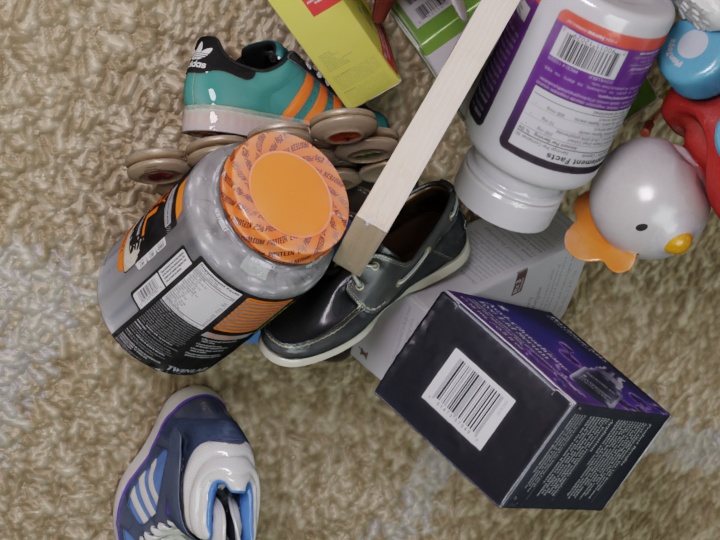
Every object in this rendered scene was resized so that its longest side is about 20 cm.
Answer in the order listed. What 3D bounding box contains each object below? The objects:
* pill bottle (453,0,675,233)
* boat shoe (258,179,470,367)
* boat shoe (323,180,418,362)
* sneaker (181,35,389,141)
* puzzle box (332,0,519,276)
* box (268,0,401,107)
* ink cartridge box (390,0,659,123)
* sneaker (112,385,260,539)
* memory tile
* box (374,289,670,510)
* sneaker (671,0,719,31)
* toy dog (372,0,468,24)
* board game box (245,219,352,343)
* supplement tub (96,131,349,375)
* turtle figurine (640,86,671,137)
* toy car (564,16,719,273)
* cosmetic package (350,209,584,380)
[{"bbox_3d":[0.145,-0.131,1.513,0.111,0.112,0.201,7,124,-28],"label":"pill bottle"},{"bbox_3d":[0.000,0.000,1.551,0.200,0.072,0.068,-35,146,-23],"label":"boat shoe"},{"bbox_3d":[-0.002,-0.023,1.662,0.072,0.068,0.201,26,121,2],"label":"boat shoe"},{"bbox_3d":[-0.050,-0.134,1.551,0.199,0.071,0.080,5,88,-45],"label":"sneaker"},{"bbox_3d":[0.046,-0.098,1.432,0.025,0.133,0.200,30,74,-1],"label":"puzzle box"},{"bbox_3d":[-0.041,-0.213,1.492,0.050,0.075,0.200,-27,131,12],"label":"box"},{"bbox_3d":[0.130,-0.175,1.601,0.148,0.076,0.200,-34,136,3],"label":"ink cartridge box"},{"bbox_3d":[-0.146,0.213,1.720,0.080,0.147,0.201,8,121,-28],"label":"sneaker"},{"bbox_3d":[-0.064,-0.079,1.536,0.199,0.017,0.153,-11,164,17],"label":"memory tile"},{"bbox_3d":[0.132,0.106,1.610,0.105,0.148,0.200,-56,153,13],"label":"box"},{"bbox_3d":[0.230,-0.268,1.499,0.080,0.200,0.076,-28,161,-4],"label":"sneaker"},{"bbox_3d":[0.023,-0.216,1.443,0.200,0.131,0.097,-22,129,-69],"label":"toy dog"},{"bbox_3d":[-0.093,-0.011,1.624,0.199,0.039,0.158,2,133,-8],"label":"board game box"},{"bbox_3d":[-0.099,-0.013,1.477,0.122,0.123,0.200,13,148,-31],"label":"supplement tub"},{"bbox_3d":[0.310,-0.165,1.655,0.200,0.064,0.162,-12,129,-49],"label":"turtle figurine"},{"bbox_3d":[0.252,-0.056,1.554,0.200,0.177,0.184,-36,142,12],"label":"toy car"},{"bbox_3d":[0.093,0.020,1.677,0.200,0.074,0.102,-27,145,-39],"label":"cosmetic package"}]
